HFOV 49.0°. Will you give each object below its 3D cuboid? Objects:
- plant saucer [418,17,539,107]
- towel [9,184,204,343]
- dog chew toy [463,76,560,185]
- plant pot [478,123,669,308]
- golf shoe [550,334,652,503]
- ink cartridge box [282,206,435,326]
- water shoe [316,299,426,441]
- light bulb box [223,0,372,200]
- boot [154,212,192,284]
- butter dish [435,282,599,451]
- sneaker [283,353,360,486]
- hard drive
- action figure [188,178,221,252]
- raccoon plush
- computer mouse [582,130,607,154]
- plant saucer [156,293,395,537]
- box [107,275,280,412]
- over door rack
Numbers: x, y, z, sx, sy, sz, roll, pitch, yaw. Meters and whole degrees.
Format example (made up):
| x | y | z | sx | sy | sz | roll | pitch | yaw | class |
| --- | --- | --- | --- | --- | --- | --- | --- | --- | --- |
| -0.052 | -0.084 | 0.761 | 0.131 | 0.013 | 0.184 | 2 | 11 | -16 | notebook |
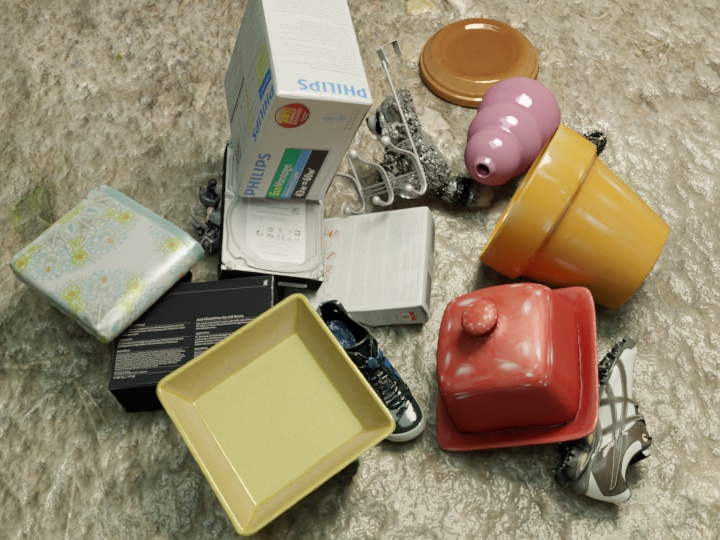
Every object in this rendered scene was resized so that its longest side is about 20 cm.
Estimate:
| x | y | z | sx | sy | sz | roll | pitch | yaw | class |
| --- | --- | --- | --- | --- | --- | --- | --- | --- | --- |
| 0.195 | -0.350 | 1.297 | 0.197 | 0.038 | 0.202 | -2 | 56 | 3 | plant saucer |
| -0.323 | -0.013 | 1.002 | 0.199 | 0.048 | 0.171 | 28 | 61 | 26 | towel |
| 0.207 | -0.190 | 1.117 | 0.123 | 0.126 | 0.200 | 22 | 44 | 17 | dog chew toy |
| 0.279 | -0.053 | 1.006 | 0.182 | 0.201 | 0.201 | 31 | 61 | 5 | plant pot |
| 0.296 | 0.174 | 0.916 | 0.094 | 0.078 | 0.201 | 26 | 67 | 7 | golf shoe |
| 0.000 | 0.000 | 1.075 | 0.198 | 0.050 | 0.164 | -7 | 54 | 21 | ink cartridge box |
| 0.002 | 0.121 | 0.957 | 0.071 | 0.079 | 0.200 | -34 | 60 | -19 | water shoe |
| -0.089 | -0.228 | 1.012 | 0.123 | 0.199 | 0.202 | 1 | 59 | -23 | light bulb box |
| -0.338 | 0.003 | 1.065 | 0.198 | 0.068 | 0.131 | -24 | 56 | -14 | boot |
| 0.159 | 0.087 | 0.905 | 0.198 | 0.148 | 0.201 | -12 | 51 | 28 | butter dish |
| -0.046 | 0.163 | 0.940 | 0.090 | 0.078 | 0.202 | -5 | 64 | -5 | sneaker |
| -0.118 | -0.076 | 1.059 | 0.138 | 0.038 | 0.202 | 8 | 60 | -17 | hard drive |
| -0.166 | -0.099 | 1.128 | 0.129 | 0.070 | 0.200 | 33 | 66 | 18 | action figure |
| 0.102 | -0.178 | 1.117 | 0.197 | 0.135 | 0.097 | 7 | 29 | -9 | raccoon plush |
| 0.299 | -0.150 | 1.155 | 0.058 | 0.034 | 0.200 | 33 | 63 | 24 | computer mouse |
| -0.093 | 0.157 | 0.874 | 0.199 | 0.049 | 0.201 | -33 | 67 | -13 | plant saucer |
| -0.201 | 0.091 | 0.990 | 0.197 | 0.079 | 0.143 | -5 | 59 | 1 | box |
| 0.004 | -0.184 | 1.055 | 0.066 | 0.147 | 0.203 | -12 | 90 | -39 | over door rack |
